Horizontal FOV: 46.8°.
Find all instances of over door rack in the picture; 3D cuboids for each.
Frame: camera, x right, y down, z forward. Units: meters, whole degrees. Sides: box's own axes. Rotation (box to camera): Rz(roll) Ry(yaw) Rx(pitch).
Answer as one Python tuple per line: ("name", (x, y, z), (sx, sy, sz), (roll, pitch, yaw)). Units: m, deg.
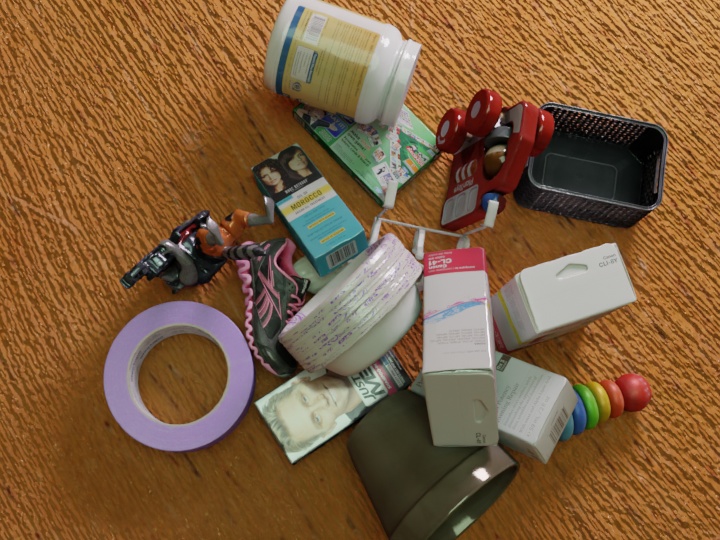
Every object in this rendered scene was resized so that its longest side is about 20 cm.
("over door rack", (0.090, -0.053, 1.140), (0.147, 0.200, 0.067), (11, 77, -3))

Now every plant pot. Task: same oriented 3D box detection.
("plant pot", (0.078, 0.257, 1.086), (0.200, 0.200, 0.174), (-39, 66, -12))

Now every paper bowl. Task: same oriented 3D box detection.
("paper bowl", (-0.001, 0.055, 1.063), (0.201, 0.201, 0.104), (-43, 95, -12))

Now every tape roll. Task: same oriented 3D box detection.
("tape roll", (-0.245, 0.146, 1.142), (0.198, 0.066, 0.202), (1, 77, -4))

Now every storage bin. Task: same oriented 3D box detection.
("storage bin", (0.340, -0.154, 1.240), (0.198, 0.094, 0.136), (11, 76, 0))

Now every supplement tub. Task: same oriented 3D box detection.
("supplement tub", (-0.025, -0.297, 1.193), (0.199, 0.145, 0.146), (20, 76, 2))

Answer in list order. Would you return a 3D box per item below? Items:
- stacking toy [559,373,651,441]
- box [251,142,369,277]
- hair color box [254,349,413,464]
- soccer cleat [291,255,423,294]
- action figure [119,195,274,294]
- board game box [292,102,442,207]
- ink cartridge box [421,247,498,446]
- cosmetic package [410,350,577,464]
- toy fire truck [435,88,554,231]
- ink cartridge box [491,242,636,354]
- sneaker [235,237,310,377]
("stacking toy", (0.315, 0.187, 1.166), (0.199, 0.085, 0.086), (-15, 78, -12))
("box", (-0.073, -0.089, 1.180), (0.082, 0.049, 0.200), (-31, 57, -10))
("hair color box", (-0.037, 0.172, 1.152), (0.199, 0.061, 0.100), (-33, 80, -10))
("soccer cleat", (0.000, 0.000, 1.186), (0.198, 0.078, 0.070), (3, 76, -3))
("action figure", (-0.220, -0.015, 1.126), (0.105, 0.193, 0.200), (51, 44, -8))
("board game box", (0.013, -0.211, 1.264), (0.134, 0.029, 0.200), (-42, 82, -13))
("ink cartridge box", (0.123, 0.093, 1.027), (0.085, 0.148, 0.201), (-3, 43, 10))
("cosmetic package", (0.176, 0.165, 1.109), (0.199, 0.074, 0.102), (19, 68, 37))
("toy fire truck", (0.181, -0.149, 1.176), (0.111, 0.200, 0.169), (15, 76, -21))
("ink cartridge box", (0.262, 0.044, 1.131), (0.144, 0.200, 0.084), (-18, 78, -8))
("sneaker", (-0.110, 0.045, 1.155), (0.095, 0.079, 0.201), (-17, 78, 20))
